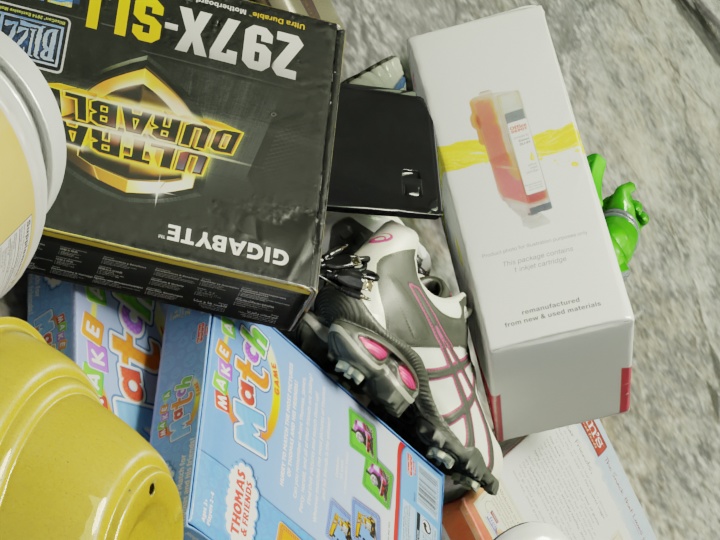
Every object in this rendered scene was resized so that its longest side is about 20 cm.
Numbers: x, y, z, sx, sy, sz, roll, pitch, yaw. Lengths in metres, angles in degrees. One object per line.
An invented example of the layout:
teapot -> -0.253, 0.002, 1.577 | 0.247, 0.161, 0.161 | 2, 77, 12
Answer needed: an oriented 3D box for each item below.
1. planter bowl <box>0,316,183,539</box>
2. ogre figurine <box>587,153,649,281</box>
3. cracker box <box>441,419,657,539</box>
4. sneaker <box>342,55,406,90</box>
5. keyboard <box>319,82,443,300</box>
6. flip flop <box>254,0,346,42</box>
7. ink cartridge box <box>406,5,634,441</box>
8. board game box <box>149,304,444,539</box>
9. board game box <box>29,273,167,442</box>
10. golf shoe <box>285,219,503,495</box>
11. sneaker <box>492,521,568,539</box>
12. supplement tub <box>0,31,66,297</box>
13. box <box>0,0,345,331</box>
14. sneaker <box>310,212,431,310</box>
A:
planter bowl -> -0.129, 0.124, 1.241 | 0.200, 0.083, 0.201 | 7, 90, -74
ogre figurine -> 0.114, -0.056, 1.850 | 0.120, 0.098, 0.200 | -93, 157, -53
cracker box -> 0.105, 0.166, 1.710 | 0.134, 0.058, 0.200 | 64, 30, -5
sneaker -> -0.008, -0.061, 1.673 | 0.089, 0.079, 0.200 | 61, 29, -4
keyboard -> -0.053, -0.044, 1.465 | 0.200, 0.021, 0.127 | 5, 61, -17
flip flop -> -0.054, -0.219, 1.730 | 0.200, 0.058, 0.081 | 62, 30, -7
ink cartridge box -> 0.090, -0.025, 1.625 | 0.145, 0.083, 0.200 | 78, -1, -66
board game box -> -0.030, 0.118, 1.444 | 0.200, 0.037, 0.151 | 44, 37, -37
board game box -> -0.091, 0.077, 1.463 | 0.200, 0.037, 0.151 | 32, 44, -44
golf shoe -> 0.039, 0.055, 1.548 | 0.088, 0.077, 0.200 | -59, 144, -16
sneaker -> 0.061, 0.186, 1.539 | 0.077, 0.200, 0.082 | -1, 48, -18
supplement tub -> -0.221, -0.022, 1.229 | 0.145, 0.145, 0.200 | 58, 30, -14
box -> -0.113, -0.069, 1.416 | 0.200, 0.049, 0.160 | 14, 58, -12
sneaker -> 0.000, 0.000, 1.612 | 0.081, 0.075, 0.200 | 60, -1, 23
